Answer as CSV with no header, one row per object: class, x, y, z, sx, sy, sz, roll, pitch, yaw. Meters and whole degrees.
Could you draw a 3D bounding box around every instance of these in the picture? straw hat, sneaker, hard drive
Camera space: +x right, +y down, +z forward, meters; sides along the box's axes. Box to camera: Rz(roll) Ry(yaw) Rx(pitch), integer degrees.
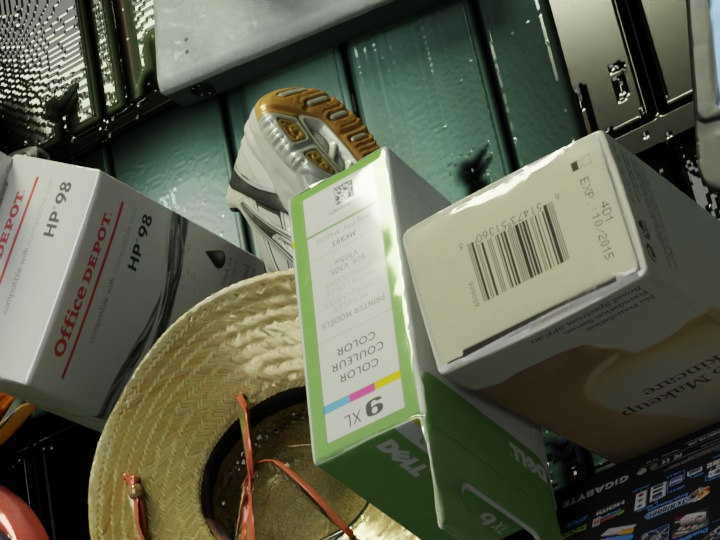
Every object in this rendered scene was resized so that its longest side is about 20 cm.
straw hat,-0.029,0.105,1.107,0.200,0.085,0.202,-7,64,14
sneaker,0.000,0.000,1.177,0.200,0.075,0.088,56,136,27
hard drive,-0.030,-0.188,1.283,0.199,0.033,0.140,-19,62,28

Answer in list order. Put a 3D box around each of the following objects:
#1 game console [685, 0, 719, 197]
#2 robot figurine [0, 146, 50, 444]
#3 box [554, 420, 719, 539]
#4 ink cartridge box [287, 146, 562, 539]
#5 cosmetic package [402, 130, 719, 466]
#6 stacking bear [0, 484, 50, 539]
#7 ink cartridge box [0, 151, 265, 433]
game console,0.209,-0.157,1.049,0.172,0.119,0.201,-14,64,30
robot figurine,-0.213,0.027,1.311,0.200,0.058,0.145,-47,53,11
box,0.161,0.126,0.933,0.200,0.050,0.199,-26,21,22
ink cartridge box,0.028,0.056,0.976,0.059,0.104,0.201,-28,47,23
cosmetic package,0.116,0.022,0.992,0.105,0.200,0.071,-28,59,24
stacking bear,-0.262,0.158,1.203,0.114,0.200,0.122,26,88,39
ink cartridge box,-0.139,0.017,1.172,0.067,0.200,0.116,11,79,36
